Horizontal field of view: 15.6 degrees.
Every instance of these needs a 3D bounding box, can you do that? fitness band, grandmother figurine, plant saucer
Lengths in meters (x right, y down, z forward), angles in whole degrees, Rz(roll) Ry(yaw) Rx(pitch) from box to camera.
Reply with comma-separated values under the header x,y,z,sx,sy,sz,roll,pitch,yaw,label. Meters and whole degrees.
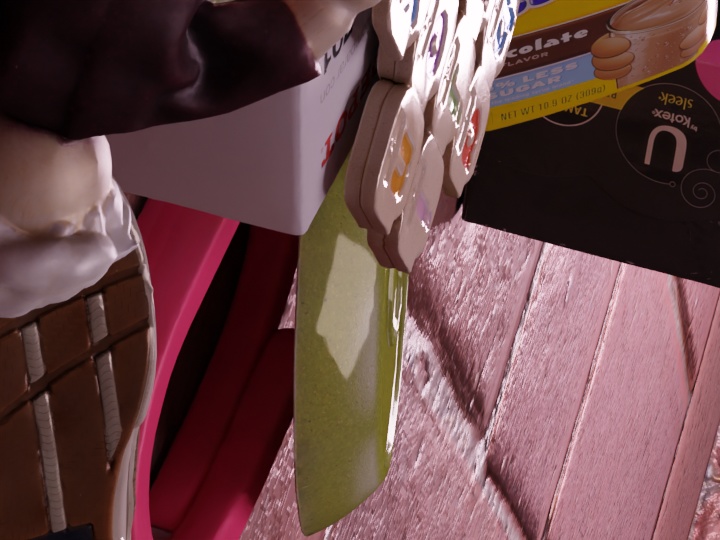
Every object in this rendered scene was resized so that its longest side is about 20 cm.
x,y,z,sx,sy,sz,roll,pitch,yaw,label
-0.055,0.024,0.926,0.144,0.037,0.201,82,25,-51,fitness band
-0.051,-0.073,0.576,0.061,0.121,0.201,-96,-152,-58,grandmother figurine
0.000,0.000,0.982,0.200,0.031,0.201,4,90,-85,plant saucer

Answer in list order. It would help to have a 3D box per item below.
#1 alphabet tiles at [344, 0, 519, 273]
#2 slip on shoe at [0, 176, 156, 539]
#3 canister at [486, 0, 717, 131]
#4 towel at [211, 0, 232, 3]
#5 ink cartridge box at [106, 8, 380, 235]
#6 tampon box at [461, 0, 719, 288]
x,y,z,sx,sy,sz,roll,pitch,yaw,label
0.032,-0.104,0.833,0.196,0.015,0.201,55,49,-74,alphabet tiles
-0.096,0.051,0.744,0.061,0.076,0.201,-131,-147,-57,slip on shoe
0.077,-0.141,1.053,0.200,0.148,0.087,74,-3,-68,canister
-0.068,-0.110,0.604,0.148,0.036,0.201,-28,140,-30,towel
-0.029,-0.135,0.764,0.201,0.085,0.147,89,20,-43,ink cartridge box
0.156,-0.105,1.385,0.200,0.149,0.127,-55,155,-56,tampon box
